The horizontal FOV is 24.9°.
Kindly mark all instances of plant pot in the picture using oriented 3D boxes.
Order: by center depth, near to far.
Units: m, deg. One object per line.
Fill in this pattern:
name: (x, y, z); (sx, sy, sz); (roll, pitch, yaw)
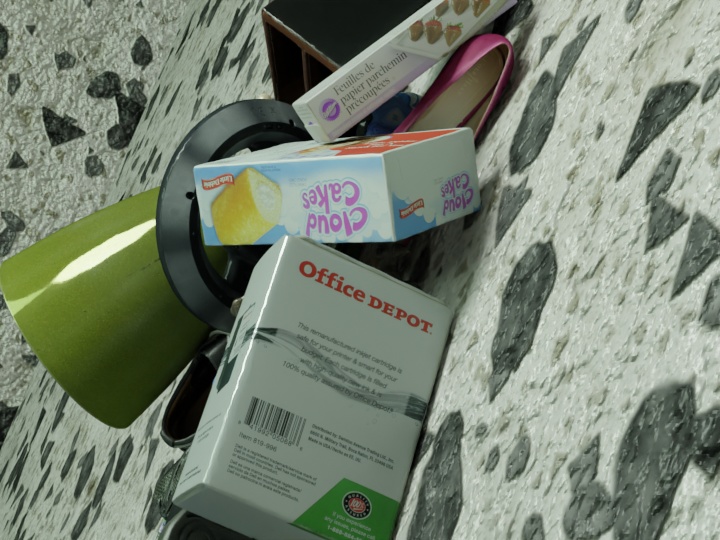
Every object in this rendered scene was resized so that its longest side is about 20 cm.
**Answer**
plant pot: (-0.188, 0.008, 1.470); (0.199, 0.188, 0.187); (-36, 21, 7)

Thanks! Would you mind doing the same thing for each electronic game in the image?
electronic game: (-0.088, -0.045, 1.389); (0.041, 0.199, 0.202); (11, 75, 50)

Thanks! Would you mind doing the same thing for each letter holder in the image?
letter holder: (0.022, -0.210, 1.426); (0.200, 0.100, 0.143); (-42, -25, -22)

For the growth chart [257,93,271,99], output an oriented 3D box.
growth chart: (-0.042, -0.142, 1.547); (0.200, 0.018, 0.146); (-32, -33, -47)

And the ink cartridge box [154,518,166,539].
ink cartridge box: (-0.158, 0.265, 1.441); (0.109, 0.050, 0.202); (77, -146, -75)

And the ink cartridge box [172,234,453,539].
ink cartridge box: (-0.032, 0.097, 1.184); (0.083, 0.146, 0.202); (-36, 32, 61)

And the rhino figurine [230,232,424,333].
rhino figurine: (-0.024, 0.028, 1.319); (0.199, 0.060, 0.088); (-37, 58, 18)

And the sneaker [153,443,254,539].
sneaker: (-0.129, 0.208, 1.317); (0.114, 0.076, 0.201); (-51, 18, 46)

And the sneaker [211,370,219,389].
sneaker: (-0.067, 0.074, 1.255); (0.077, 0.075, 0.202); (28, -109, -65)

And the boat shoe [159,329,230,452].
boat shoe: (-0.108, 0.077, 1.456); (0.072, 0.067, 0.201); (36, 95, 32)

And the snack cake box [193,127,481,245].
snack cake box: (-0.019, -0.064, 1.273); (0.199, 0.115, 0.068); (-1, 101, 41)

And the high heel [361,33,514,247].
high heel: (0.063, -0.100, 1.320); (0.201, 0.067, 0.096); (-56, 10, -7)

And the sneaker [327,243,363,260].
sneaker: (0.000, 0.000, 1.409); (0.202, 0.076, 0.089); (-67, -15, -1)

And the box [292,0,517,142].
box: (0.036, -0.175, 1.307); (0.199, 0.039, 0.041); (-38, 13, -15)

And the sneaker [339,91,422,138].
sneaker: (0.012, -0.138, 1.486); (0.079, 0.089, 0.200); (-63, 14, 4)
